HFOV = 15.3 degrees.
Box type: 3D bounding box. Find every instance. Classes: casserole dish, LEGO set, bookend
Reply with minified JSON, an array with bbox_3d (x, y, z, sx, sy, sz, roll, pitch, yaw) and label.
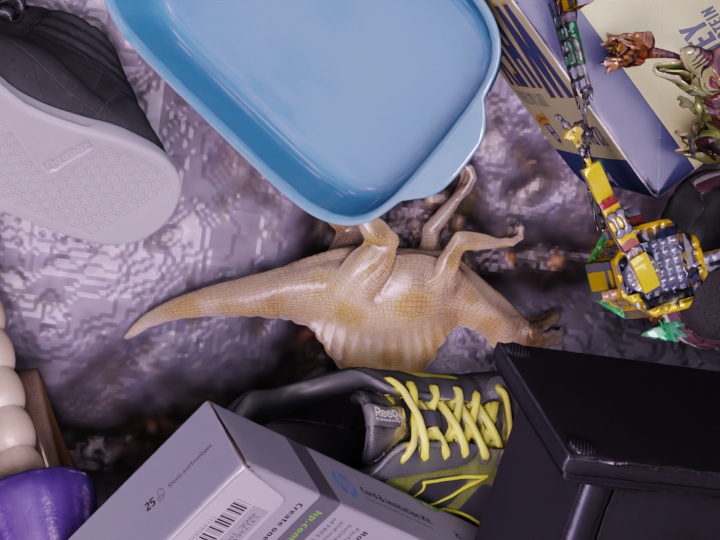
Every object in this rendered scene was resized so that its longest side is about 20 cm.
[{"bbox_3d":[-0.022,-0.108,1.137,0.200,0.039,0.121,44,105,17],"label":"casserole dish"},{"bbox_3d":[0.146,-0.076,1.014,0.153,0.116,0.201,-5,88,-12],"label":"LEGO set"},{"bbox_3d":[0.131,0.147,1.095,0.199,0.092,0.199,9,113,-20],"label":"bookend"}]

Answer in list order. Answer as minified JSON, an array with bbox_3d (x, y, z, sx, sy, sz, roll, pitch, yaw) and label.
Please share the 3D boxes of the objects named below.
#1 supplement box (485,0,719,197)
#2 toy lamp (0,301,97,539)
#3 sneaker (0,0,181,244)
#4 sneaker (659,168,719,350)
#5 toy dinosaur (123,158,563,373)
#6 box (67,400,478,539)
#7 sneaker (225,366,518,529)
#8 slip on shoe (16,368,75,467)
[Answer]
[{"bbox_3d":[0.130,-0.170,1.143,0.200,0.134,0.200,-38,99,-4],"label":"supplement box"},{"bbox_3d":[-0.151,0.047,1.109,0.058,0.058,0.201,-17,67,-7],"label":"toy lamp"},{"bbox_3d":[-0.170,-0.083,1.108,0.200,0.099,0.071,25,113,-32],"label":"sneaker"},{"bbox_3d":[0.208,0.014,1.132,0.115,0.200,0.076,15,86,35],"label":"sneaker"},{"bbox_3d":[0.000,0.000,1.176,0.199,0.058,0.102,4,95,-9],"label":"toy dinosaur"},{"bbox_3d":[-0.045,0.145,1.095,0.156,0.041,0.200,-45,139,15],"label":"box"},{"bbox_3d":[0.023,0.078,1.146,0.199,0.085,0.075,-9,71,-13],"label":"sneaker"},{"bbox_3d":[-0.121,0.137,1.162,0.060,0.076,0.201,-29,91,1],"label":"slip on shoe"}]
